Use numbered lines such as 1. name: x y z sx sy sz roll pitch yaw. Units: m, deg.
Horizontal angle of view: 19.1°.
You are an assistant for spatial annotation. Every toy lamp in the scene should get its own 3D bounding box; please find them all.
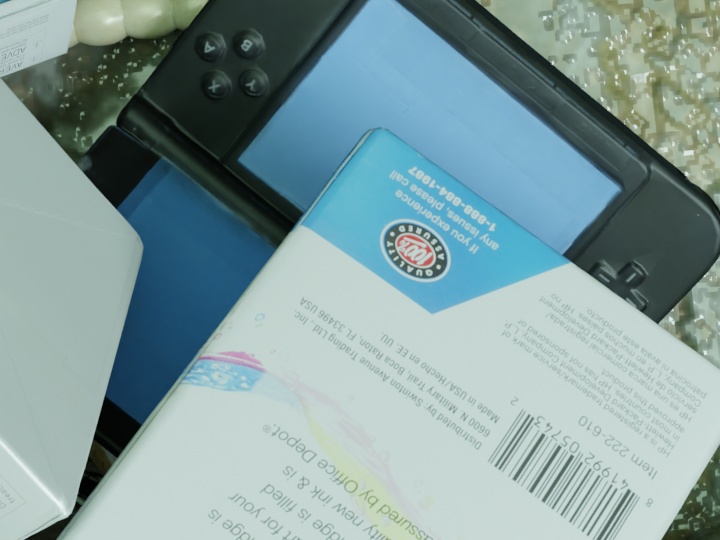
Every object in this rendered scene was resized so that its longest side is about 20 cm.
1. toy lamp: -0.066 -0.098 0.800 0.199 0.058 0.058 -10 84 1

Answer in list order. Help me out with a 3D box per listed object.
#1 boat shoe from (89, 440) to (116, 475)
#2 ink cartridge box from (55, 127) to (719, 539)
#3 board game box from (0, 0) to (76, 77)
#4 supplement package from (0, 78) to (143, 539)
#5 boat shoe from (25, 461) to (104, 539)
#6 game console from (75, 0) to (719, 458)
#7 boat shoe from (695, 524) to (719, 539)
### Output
1. boat shoe: -0.057 0.059 0.776 0.069 0.071 0.200 -43 84 -1
2. ink cartridge box: 0.000 0.082 0.648 0.144 0.085 0.200 36 64 1
3. board game box: -0.209 -0.130 0.757 0.126 0.035 0.200 -26 60 -34
4. supplement package: -0.206 0.007 0.621 0.200 0.147 0.191 -30 115 20
5. boat shoe: -0.077 0.166 0.770 0.072 0.068 0.200 -25 88 -2
6. game console: 0.000 0.000 0.737 0.200 0.118 0.171 39 113 -6
7. boat shoe: 0.131 0.126 0.769 0.200 0.071 0.063 -34 87 -6
